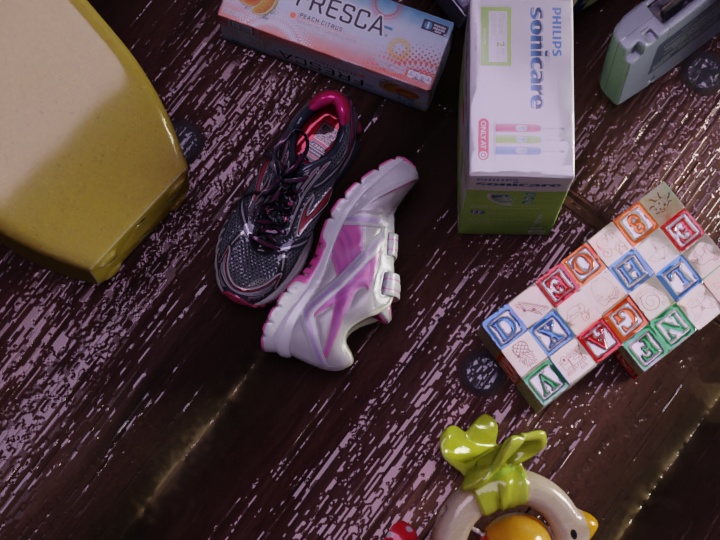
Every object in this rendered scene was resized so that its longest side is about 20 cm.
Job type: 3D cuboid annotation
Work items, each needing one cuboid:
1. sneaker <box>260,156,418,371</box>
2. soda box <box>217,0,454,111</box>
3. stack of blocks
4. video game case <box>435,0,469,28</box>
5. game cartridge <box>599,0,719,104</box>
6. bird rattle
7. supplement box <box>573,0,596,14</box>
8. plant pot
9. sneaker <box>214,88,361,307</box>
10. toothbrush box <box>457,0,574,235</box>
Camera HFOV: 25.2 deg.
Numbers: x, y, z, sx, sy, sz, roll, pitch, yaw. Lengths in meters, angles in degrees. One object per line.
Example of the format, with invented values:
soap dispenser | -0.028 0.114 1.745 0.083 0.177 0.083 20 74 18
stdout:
sneaker | 0.000 0.000 1.358 0.088 0.081 0.201 31 88 5
soda box | -0.022 -0.209 1.404 0.198 0.064 0.069 21 79 3
stack of blocks | 0.210 0.035 1.356 0.199 0.059 0.116 -37 81 -7
video game case | 0.094 -0.334 1.422 0.180 0.026 0.201 -34 80 -24
game cartridge | 0.287 -0.225 1.370 0.199 0.133 0.042 -37 81 -8
bird rattle | 0.103 0.222 1.302 0.162 0.113 0.201 31 83 -10
supplement box | 0.232 -0.348 1.340 0.199 0.200 0.135 -32 79 -23
plant pot | -0.247 -0.101 1.324 0.200 0.196 0.194 43 82 2
sneaker | -0.066 -0.065 1.370 0.080 0.075 0.201 24 80 5
toothbrush box | 0.124 -0.121 1.316 0.085 0.200 0.147 1 79 0
